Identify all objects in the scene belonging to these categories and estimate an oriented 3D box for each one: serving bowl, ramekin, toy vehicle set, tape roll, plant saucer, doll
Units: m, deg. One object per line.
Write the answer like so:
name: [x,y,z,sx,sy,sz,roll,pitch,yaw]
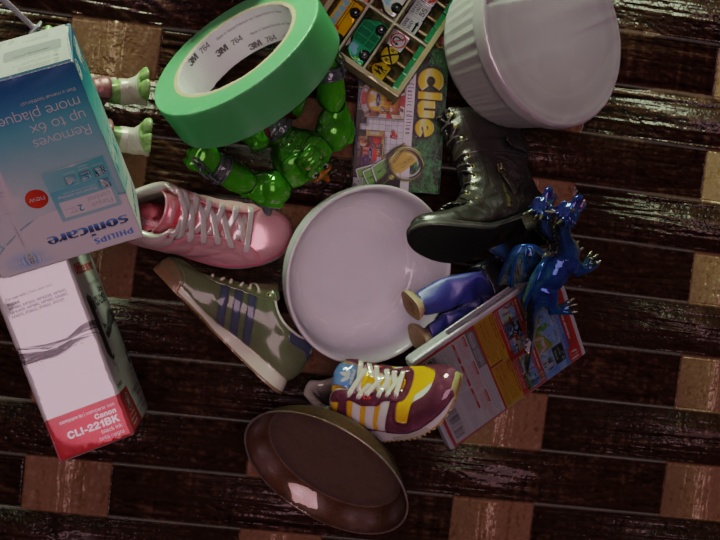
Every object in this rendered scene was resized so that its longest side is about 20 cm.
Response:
serving bowl: [0.000,0.000,1.091,0.199,0.066,0.201,-6,104,-24]
ramekin: [0.180,-0.247,1.059,0.202,0.094,0.204,3,85,-32]
toy vehicle set: [0.044,-0.304,1.089,0.124,0.027,0.200,34,82,-2]
tape roll: [-0.119,-0.213,1.015,0.200,0.201,0.048,-36,127,-2]
plant saucer: [-0.034,0.214,1.077,0.200,0.200,0.035,39,50,-6]
doll: [0.145,0.019,1.102,0.199,0.048,0.137,-20,110,-21]

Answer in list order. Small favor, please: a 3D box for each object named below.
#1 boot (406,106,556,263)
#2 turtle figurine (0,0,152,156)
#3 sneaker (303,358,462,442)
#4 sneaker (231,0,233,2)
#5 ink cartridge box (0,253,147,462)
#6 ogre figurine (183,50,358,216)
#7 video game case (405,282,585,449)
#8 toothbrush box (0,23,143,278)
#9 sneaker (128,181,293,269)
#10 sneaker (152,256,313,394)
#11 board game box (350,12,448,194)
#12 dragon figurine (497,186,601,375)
boot: [0.117,-0.102,1.067,0.199,0.069,0.175,-4,61,-27]
turtle figurine: [-0.314,-0.184,1.015,0.193,0.144,0.201,-1,124,-18]
sneaker: [0.018,0.131,1.032,0.090,0.200,0.075,40,49,-20]
sneaker: [-0.108,-0.338,1.068,0.199,0.075,0.081,-4,93,-6]
ink cartridge box: [-0.305,0.082,1.043,0.083,0.144,0.201,-21,96,-5]
ogre figurine: [-0.080,-0.148,1.057,0.200,0.098,0.120,-54,125,-23]
video game case: [0.156,0.096,1.101,0.200,0.017,0.143,-33,124,-11]
toothbrush box: [-0.308,-0.109,0.926,0.146,0.085,0.201,-16,131,-6]
sneaker: [-0.172,-0.048,1.065,0.199,0.105,0.076,7,82,-5]
sneaker: [-0.132,0.040,1.100,0.200,0.067,0.090,45,81,-6]
board game box: [0.046,-0.190,1.118,0.104,0.023,0.201,3,93,-7]
dragon figurine: [0.185,0.007,1.022,0.099,0.059,0.201,15,111,-36]
